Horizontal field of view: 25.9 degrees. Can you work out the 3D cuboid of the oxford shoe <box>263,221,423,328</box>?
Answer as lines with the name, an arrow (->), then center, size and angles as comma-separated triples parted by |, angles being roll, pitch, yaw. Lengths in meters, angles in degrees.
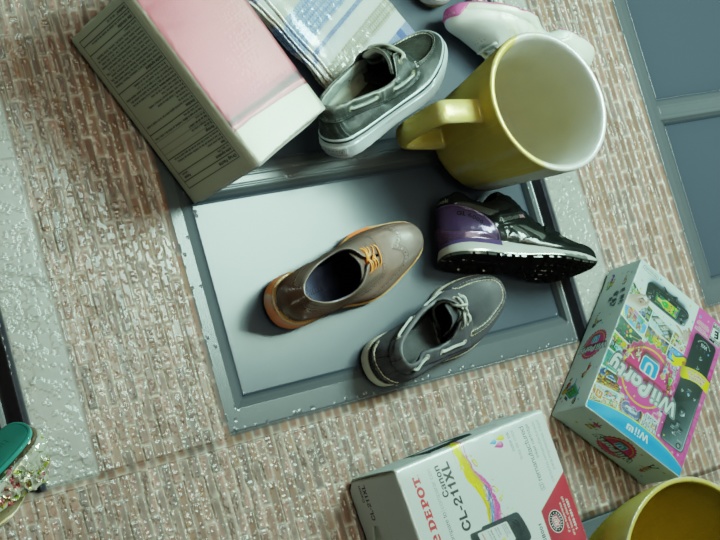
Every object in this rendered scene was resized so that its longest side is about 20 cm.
oxford shoe -> 0.000, 0.000, 1.552 | 0.200, 0.073, 0.071 | -31, 94, -36

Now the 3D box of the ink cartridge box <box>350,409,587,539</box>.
ink cartridge box -> 0.108, 0.240, 1.547 | 0.200, 0.083, 0.146 | -18, 87, -36

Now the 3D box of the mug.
mug -> 0.139, -0.162, 1.642 | 0.186, 0.153, 0.150 | 28, 63, -23

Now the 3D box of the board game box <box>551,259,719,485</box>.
board game box -> 0.312, 0.113, 1.732 | 0.147, 0.064, 0.200 | 37, 60, -19

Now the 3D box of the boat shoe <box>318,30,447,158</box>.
boat shoe -> 0.026, -0.195, 1.586 | 0.200, 0.072, 0.071 | -50, 147, -35

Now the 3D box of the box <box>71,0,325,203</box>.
box -> -0.152, -0.185, 1.473 | 0.109, 0.128, 0.200 | -44, 102, -35

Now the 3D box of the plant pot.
plant pot -> 0.302, 0.321, 1.614 | 0.200, 0.142, 0.201 | 10, 72, -31

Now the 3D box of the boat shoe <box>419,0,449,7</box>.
boat shoe -> 0.047, -0.381, 1.696 | 0.200, 0.069, 0.071 | 47, 57, -10

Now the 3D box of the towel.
towel -> -0.028, -0.262, 1.643 | 0.200, 0.024, 0.147 | 46, 54, -16

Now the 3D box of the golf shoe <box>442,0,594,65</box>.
golf shoe -> 0.177, -0.238, 1.741 | 0.200, 0.075, 0.092 | 17, 71, -27

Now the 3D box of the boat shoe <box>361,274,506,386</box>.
boat shoe -> 0.090, 0.058, 1.600 | 0.200, 0.063, 0.073 | -30, 93, -36

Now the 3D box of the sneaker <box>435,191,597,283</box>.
sneaker -> 0.170, -0.043, 1.680 | 0.200, 0.076, 0.088 | 8, 66, -32

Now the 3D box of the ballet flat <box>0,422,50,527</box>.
ballet flat -> -0.328, 0.206, 1.284 | 0.200, 0.076, 0.064 | -40, 133, -29
